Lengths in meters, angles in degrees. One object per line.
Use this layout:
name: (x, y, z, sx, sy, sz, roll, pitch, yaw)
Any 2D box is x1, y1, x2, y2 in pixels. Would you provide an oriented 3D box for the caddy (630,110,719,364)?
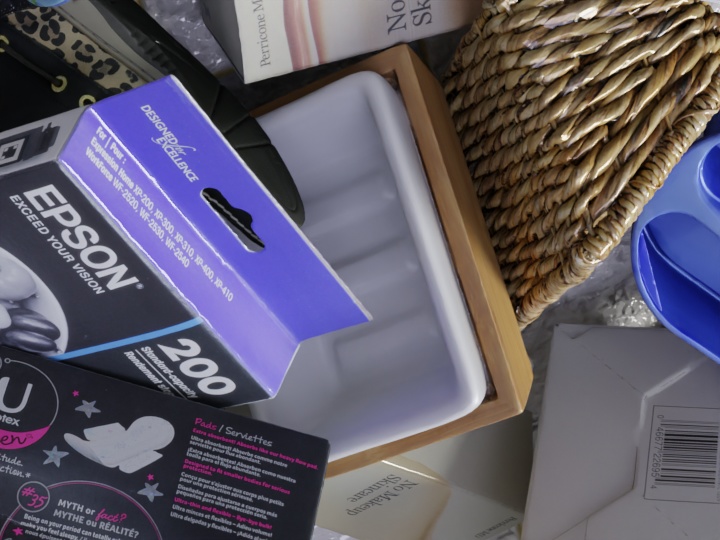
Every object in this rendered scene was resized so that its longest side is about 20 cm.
caddy: (0.244, -0.007, 1.197, 0.199, 0.105, 0.142, 34, 112, -13)

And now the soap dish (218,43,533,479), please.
soap dish: (0.000, 0.000, 1.133, 0.157, 0.201, 0.081, -21, 172, 32)

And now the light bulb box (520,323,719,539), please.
light bulb box: (0.168, 0.172, 1.283, 0.124, 0.199, 0.201, 3, 133, 12)

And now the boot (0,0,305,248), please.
boot: (-0.142, -0.053, 1.095, 0.204, 0.073, 0.154, 45, 104, -1)

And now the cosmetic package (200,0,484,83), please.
cosmetic package: (0.015, -0.180, 1.106, 0.199, 0.087, 0.104, -17, 125, -11)

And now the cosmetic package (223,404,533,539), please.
cosmetic package: (-0.004, 0.103, 1.257, 0.199, 0.074, 0.103, 22, 145, -29)

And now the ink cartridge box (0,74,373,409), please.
ink cartridge box: (-0.126, 0.003, 1.053, 0.199, 0.044, 0.198, -15, 136, 27)

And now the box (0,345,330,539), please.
box: (-0.130, 0.137, 1.096, 0.199, 0.115, 0.132, 17, 142, -4)

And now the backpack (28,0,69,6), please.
backpack: (-0.141, -0.222, 0.949, 0.134, 0.200, 0.183, 33, 105, -34)

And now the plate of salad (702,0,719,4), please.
plate of salad: (0.188, -0.228, 1.052, 0.199, 0.201, 0.048, -20, 165, -9)

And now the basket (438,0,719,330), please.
basket: (0.133, -0.067, 1.131, 0.142, 0.150, 0.200, -17, 169, -13)
